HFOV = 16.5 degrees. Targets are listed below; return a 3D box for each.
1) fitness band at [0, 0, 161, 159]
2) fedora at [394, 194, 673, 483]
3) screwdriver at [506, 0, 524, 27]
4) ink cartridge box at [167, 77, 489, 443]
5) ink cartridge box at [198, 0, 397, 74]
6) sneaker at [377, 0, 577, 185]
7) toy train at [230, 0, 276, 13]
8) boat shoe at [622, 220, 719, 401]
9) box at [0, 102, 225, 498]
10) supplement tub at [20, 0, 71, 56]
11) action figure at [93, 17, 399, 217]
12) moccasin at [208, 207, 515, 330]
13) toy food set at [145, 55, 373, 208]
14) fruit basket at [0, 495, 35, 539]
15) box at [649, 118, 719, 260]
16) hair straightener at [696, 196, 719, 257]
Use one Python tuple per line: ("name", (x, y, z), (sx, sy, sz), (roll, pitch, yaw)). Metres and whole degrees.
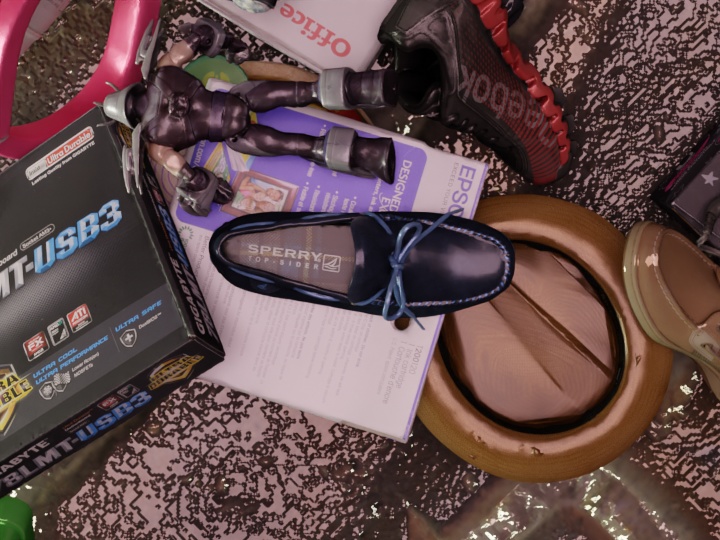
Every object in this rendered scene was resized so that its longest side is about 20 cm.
("fitness band", (-0.194, -0.153, 1.635), (0.144, 0.200, 0.037), (-27, 59, -36))
("fedora", (0.115, 0.044, 1.693), (0.200, 0.082, 0.201), (0, 93, 0))
("screwdriver", (0.135, -0.218, 1.701), (0.200, 0.029, 0.028), (-44, 92, 8))
("ink cartridge box", (-0.035, -0.006, 1.656), (0.200, 0.043, 0.198), (17, 92, 5))
("ink cartridge box", (-0.015, -0.239, 1.676), (0.144, 0.085, 0.200), (32, 91, -1))
("sneaker", (0.074, -0.120, 1.654), (0.098, 0.071, 0.200), (-46, 129, -16))
("toy train", (-0.066, -0.268, 1.592), (0.114, 0.087, 0.200), (17, 87, 12))
("boat shoe", (0.243, 0.029, 1.652), (0.200, 0.064, 0.071), (42, 57, -41))
("box", (-0.207, 0.022, 1.641), (0.200, 0.050, 0.199), (-32, 60, 15))
("supplement tub", (-0.214, -0.258, 1.653), (0.132, 0.132, 0.200), (41, 92, -2))
("action figure", (-0.077, -0.098, 1.606), (0.200, 0.069, 0.130), (5, 92, 7))
("moccasin", (0.000, 0.000, 1.599), (0.200, 0.068, 0.081), (-2, 91, 4))
("toy food set", (-0.075, -0.046, 1.706), (0.198, 0.049, 0.200), (21, 94, -1))
("fruit basket", (-0.320, 0.170, 1.694), (0.215, 0.156, 0.216), (2, 50, -2))
("box", (0.314, -0.078, 1.670), (0.132, 0.115, 0.200), (42, 93, -4))
("hair straightener", (0.312, -0.047, 1.594), (0.200, 0.041, 0.077), (-24, 94, 1))
